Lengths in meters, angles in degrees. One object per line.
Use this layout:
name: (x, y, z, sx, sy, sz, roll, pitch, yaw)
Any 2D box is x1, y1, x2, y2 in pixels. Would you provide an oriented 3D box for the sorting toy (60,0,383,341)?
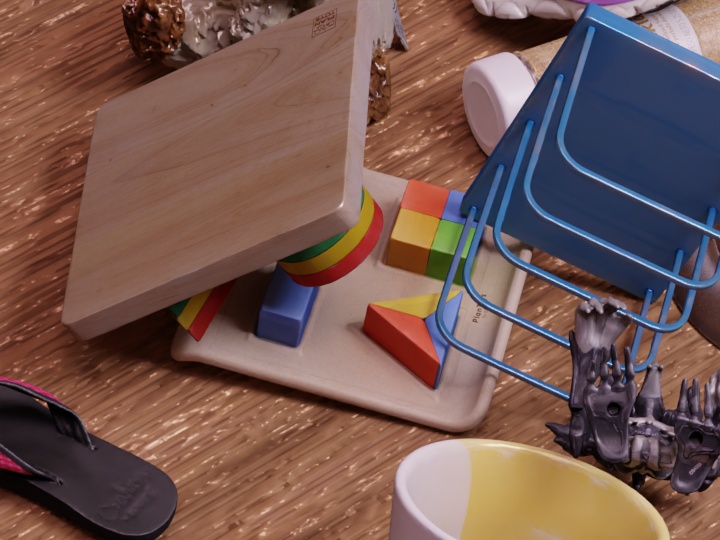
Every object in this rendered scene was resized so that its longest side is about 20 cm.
sorting toy: (-0.072, -0.049, 1.803, 0.199, 0.070, 0.199, -22, 39, 23)

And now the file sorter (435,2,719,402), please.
file sorter: (0.144, -0.029, 1.747, 0.138, 0.200, 0.123, 25, 51, -6)

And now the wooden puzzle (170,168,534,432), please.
wooden puzzle: (0.000, 0.000, 1.835, 0.199, 0.046, 0.186, 12, 49, 7)

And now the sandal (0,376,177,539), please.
sandal: (-0.197, 0.097, 1.737, 0.199, 0.045, 0.075, 22, 51, 15)

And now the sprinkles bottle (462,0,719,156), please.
sprinkles bottle: (0.168, -0.131, 1.947, 0.199, 0.068, 0.068, -19, 52, -19)

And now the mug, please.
mug: (0.091, 0.192, 1.596, 0.186, 0.154, 0.149, 1, 25, -28)

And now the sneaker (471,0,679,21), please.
sneaker: (0.148, -0.209, 1.952, 0.199, 0.084, 0.081, 4, 23, 37)

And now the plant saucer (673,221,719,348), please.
plant saucer: (0.292, -0.013, 1.877, 0.199, 0.032, 0.201, 2, 50, -2)

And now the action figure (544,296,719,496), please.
action figure: (0.169, 0.076, 1.677, 0.118, 0.200, 0.102, 16, 88, 3)

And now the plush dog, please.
plush dog: (-0.068, -0.175, 1.948, 0.171, 0.161, 0.200, 0, 19, 14)
